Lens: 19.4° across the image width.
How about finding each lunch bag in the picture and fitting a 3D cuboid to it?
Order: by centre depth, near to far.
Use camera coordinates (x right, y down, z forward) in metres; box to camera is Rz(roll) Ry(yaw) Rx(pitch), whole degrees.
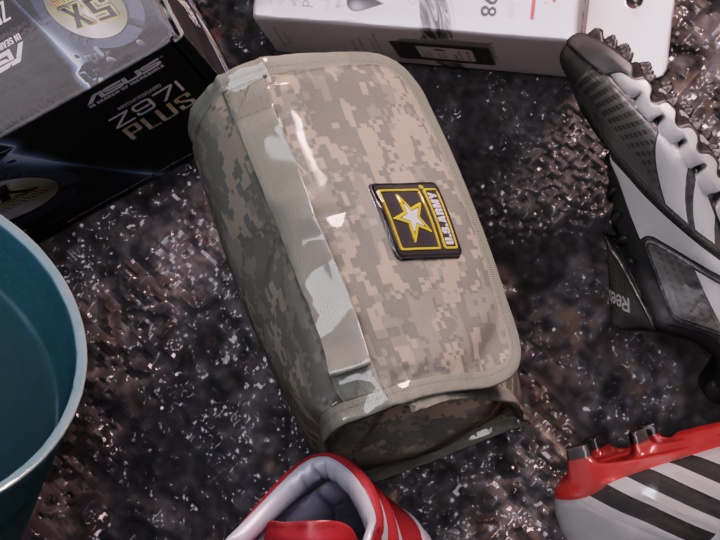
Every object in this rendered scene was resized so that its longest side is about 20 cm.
[{"bbox_3d":[0.000,0.000,0.952,0.117,0.200,0.164,-21,77,5],"label":"lunch bag"}]

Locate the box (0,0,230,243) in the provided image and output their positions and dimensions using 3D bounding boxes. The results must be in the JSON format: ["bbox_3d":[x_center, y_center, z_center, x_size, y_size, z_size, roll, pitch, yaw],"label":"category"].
[{"bbox_3d":[-0.169,-0.078,1.010,0.200,0.164,0.086,-28,77,2],"label":"box"}]

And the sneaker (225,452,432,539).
[{"bbox_3d":[-0.012,0.172,0.856,0.071,0.113,0.200,-9,57,18],"label":"sneaker"}]

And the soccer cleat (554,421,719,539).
[{"bbox_3d":[0.185,0.103,0.963,0.200,0.069,0.085,-14,91,23],"label":"soccer cleat"}]

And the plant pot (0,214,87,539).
[{"bbox_3d":[-0.230,0.088,0.898,0.200,0.188,0.200,10,43,-10],"label":"plant pot"}]

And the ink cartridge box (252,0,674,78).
[{"bbox_3d":[0.056,-0.163,1.039,0.200,0.067,0.116,5,81,10],"label":"ink cartridge box"}]

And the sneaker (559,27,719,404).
[{"bbox_3d":[0.142,-0.017,0.986,0.090,0.066,0.200,-37,97,10],"label":"sneaker"}]
